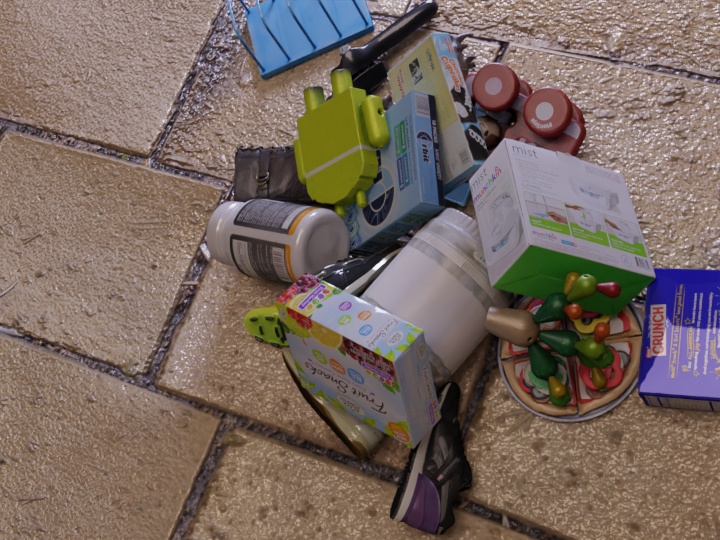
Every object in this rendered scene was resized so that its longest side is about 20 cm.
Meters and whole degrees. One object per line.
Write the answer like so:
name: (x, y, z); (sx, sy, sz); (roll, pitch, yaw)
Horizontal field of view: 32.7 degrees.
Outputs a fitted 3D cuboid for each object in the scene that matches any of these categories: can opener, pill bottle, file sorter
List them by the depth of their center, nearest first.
pill bottle: (-0.122, -0.042, 1.767); (0.199, 0.116, 0.117); (12, 71, 40)
can opener: (0.038, -0.350, 1.897); (0.200, 0.079, 0.063); (-42, 20, -4)
file sorter: (-0.103, -0.426, 1.940); (0.198, 0.123, 0.140); (-22, 60, 11)

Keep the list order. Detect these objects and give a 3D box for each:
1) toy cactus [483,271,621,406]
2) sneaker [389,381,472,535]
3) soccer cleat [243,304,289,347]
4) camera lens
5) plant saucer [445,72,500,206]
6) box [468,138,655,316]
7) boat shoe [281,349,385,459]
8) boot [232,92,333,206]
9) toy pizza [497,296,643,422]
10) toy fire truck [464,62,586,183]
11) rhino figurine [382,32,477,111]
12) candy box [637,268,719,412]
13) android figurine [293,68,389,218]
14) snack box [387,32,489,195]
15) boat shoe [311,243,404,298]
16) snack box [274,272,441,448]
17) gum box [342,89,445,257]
toy cactus: (0.238, 0.074, 1.520); (0.164, 0.201, 0.103); (17, 47, 12)
sneaker: (0.109, 0.247, 1.602); (0.087, 0.076, 0.201); (22, 66, -2)
soccer cleat: (-0.072, 0.058, 1.759); (0.198, 0.065, 0.084); (-11, 34, 22)
camera lens: (0.102, 0.039, 1.627); (0.160, 0.160, 0.200); (38, 82, 30)
plant saucer: (0.157, -0.190, 1.785); (0.069, 0.019, 0.201); (21, 77, 12)
box: (0.256, -0.056, 1.569); (0.097, 0.198, 0.178); (-51, 37, 42)
boat shoe: (-0.033, 0.171, 1.684); (0.066, 0.074, 0.200); (-36, 60, -12)
boot: (-0.112, -0.180, 1.865); (0.172, 0.069, 0.202); (3, 70, 22)
toy pizza: (0.274, 0.099, 1.610); (0.198, 0.032, 0.202); (-8, 65, 18)
toy fire truck: (0.210, -0.185, 1.717); (0.199, 0.112, 0.169); (28, 96, 20)
rhino figurine: (0.109, -0.274, 1.824); (0.087, 0.060, 0.201); (35, 81, 13)
candy box: (0.452, 0.088, 1.520); (0.198, 0.077, 0.171); (3, 70, 22)
android figurine: (-0.031, -0.177, 1.744); (0.181, 0.041, 0.202); (-26, 70, 42)
snack box: (0.108, -0.216, 1.723); (0.116, 0.037, 0.202); (-33, 69, 50)
boat shoe: (0.000, 0.000, 1.681); (0.067, 0.200, 0.072); (35, 125, 19)
snack box: (-0.002, 0.114, 1.556); (0.199, 0.170, 0.068); (27, 56, 34)
gum box: (0.039, -0.131, 1.729); (0.200, 0.044, 0.172); (-33, 55, 51)
